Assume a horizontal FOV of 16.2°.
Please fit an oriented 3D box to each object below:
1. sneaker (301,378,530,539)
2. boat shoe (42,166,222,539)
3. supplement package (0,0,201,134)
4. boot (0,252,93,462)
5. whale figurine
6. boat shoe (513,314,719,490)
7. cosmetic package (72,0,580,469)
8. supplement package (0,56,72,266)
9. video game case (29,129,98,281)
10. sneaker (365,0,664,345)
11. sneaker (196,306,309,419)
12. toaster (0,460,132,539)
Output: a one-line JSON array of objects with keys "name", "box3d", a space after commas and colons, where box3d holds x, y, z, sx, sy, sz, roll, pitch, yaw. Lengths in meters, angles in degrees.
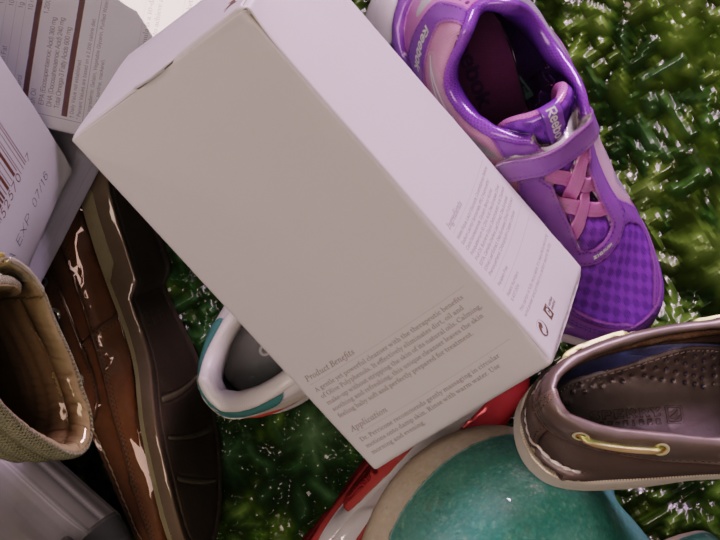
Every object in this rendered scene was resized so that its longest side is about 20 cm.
[{"name": "sneaker", "box3d": [0.043, 0.133, 1.207, 0.115, 0.078, 0.200, 38, 115, -3]}, {"name": "boat shoe", "box3d": [-0.121, 0.047, 1.229, 0.068, 0.072, 0.201, -15, 84, 17]}, {"name": "supplement package", "box3d": [-0.139, -0.128, 1.183, 0.199, 0.114, 0.110, 13, 101, 10]}, {"name": "boot", "box3d": [-0.210, 0.013, 1.003, 0.154, 0.072, 0.200, -9, 132, 32]}, {"name": "whale figurine", "box3d": [0.094, 0.146, 1.133, 0.200, 0.104, 0.160, 17, 96, -36]}, {"name": "boat shoe", "box3d": [0.166, 0.051, 1.070, 0.199, 0.060, 0.072, -6, 70, -8]}, {"name": "cosmetic package", "box3d": [-0.011, -0.028, 1.074, 0.107, 0.085, 0.200, -32, 107, 29]}, {"name": "supplement package", "box3d": [-0.253, -0.038, 1.127, 0.199, 0.117, 0.117, 5, 59, 24]}, {"name": "video game case", "box3d": [-0.236, 0.004, 1.183, 0.182, 0.022, 0.200, 8, 56, 25]}, {"name": "sneaker", "box3d": [0.078, -0.050, 1.129, 0.080, 0.088, 0.200, -36, 104, -17]}, {"name": "sneaker", "box3d": [-0.001, 0.000, 1.179, 0.200, 0.093, 0.070, -43, 87, 13]}, {"name": "toaster", "box3d": [-0.187, 0.132, 1.193, 0.129, 0.200, 0.114, 42, 68, 10]}]
